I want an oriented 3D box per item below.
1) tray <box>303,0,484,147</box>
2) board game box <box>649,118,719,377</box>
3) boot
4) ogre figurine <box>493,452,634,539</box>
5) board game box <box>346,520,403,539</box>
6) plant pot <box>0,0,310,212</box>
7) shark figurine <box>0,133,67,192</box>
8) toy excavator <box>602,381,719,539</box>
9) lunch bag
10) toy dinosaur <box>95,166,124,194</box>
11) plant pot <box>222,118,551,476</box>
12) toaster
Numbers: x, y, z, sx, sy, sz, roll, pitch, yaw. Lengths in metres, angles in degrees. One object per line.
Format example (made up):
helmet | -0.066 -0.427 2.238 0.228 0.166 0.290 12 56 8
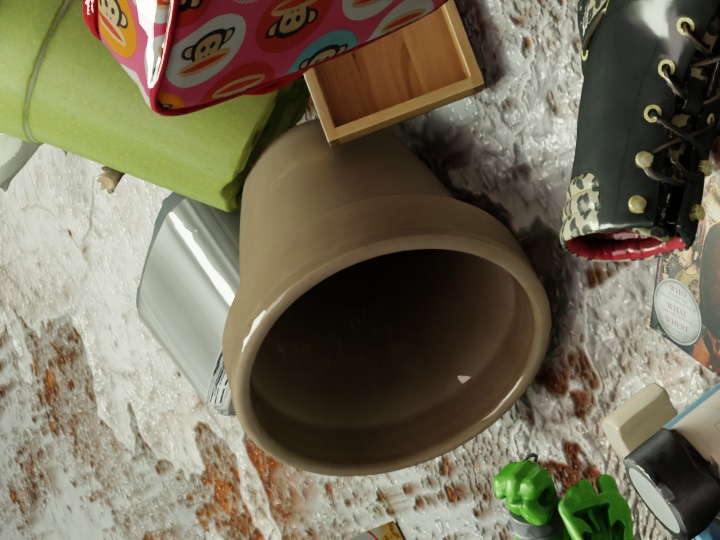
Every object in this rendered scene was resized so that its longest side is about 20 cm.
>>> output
tray | -0.006 -0.186 1.065 0.037 0.098 0.201 46 -156 -85
board game box | 0.222 0.014 0.845 0.200 0.034 0.136 39 138 45
boot | 0.155 -0.091 0.801 0.203 0.073 0.154 156 123 -66
ogre figurine | 0.157 0.190 0.992 0.199 0.098 0.120 16 141 3
board game box | -0.072 0.266 1.343 0.046 0.199 0.152 62 151 15
plant pot | -0.135 -0.136 1.181 0.189 0.200 0.200 29 141 5
shark figurine | -0.314 -0.116 1.656 0.128 0.215 0.090 0 151 32
toy excavator | 0.183 0.108 0.862 0.195 0.100 0.200 49 170 30
lunch bag | -0.025 -0.151 0.805 0.082 0.200 0.176 51 147 23
toy dinosaur | -0.130 -0.126 1.352 0.136 0.085 0.201 -67 -4 -68
plant pot | 0.000 0.000 1.105 0.175 0.199 0.201 -111 22 -46
toaster | -0.085 0.013 1.314 0.129 0.113 0.200 53 145 23
